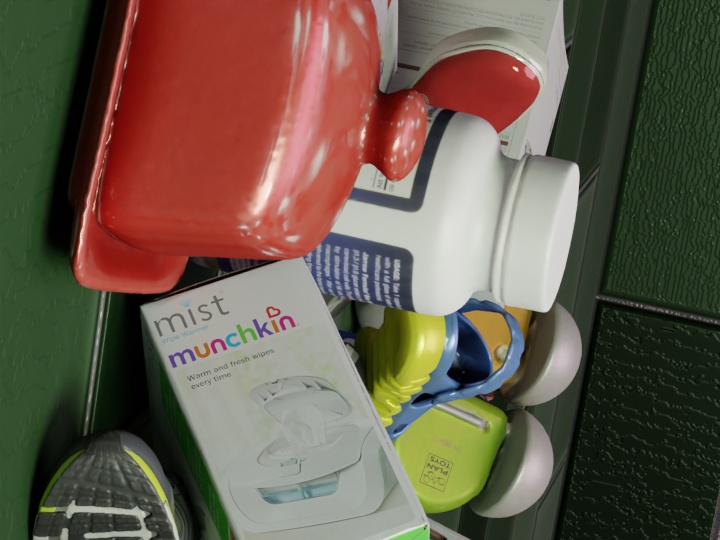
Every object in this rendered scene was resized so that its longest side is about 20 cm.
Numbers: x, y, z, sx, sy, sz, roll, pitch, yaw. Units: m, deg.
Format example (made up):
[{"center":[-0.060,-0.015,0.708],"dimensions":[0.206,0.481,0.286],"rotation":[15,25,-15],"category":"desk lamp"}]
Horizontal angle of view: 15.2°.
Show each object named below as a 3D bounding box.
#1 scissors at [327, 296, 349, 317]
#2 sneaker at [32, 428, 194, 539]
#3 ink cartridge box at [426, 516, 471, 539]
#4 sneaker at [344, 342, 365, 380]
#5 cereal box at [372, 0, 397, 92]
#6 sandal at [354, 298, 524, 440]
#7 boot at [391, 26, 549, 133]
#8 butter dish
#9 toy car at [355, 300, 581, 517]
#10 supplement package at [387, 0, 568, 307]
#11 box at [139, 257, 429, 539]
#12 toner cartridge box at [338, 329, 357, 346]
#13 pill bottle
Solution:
[{"center":[0.000,0.000,1.641],"dimensions":[0.200,0.014,0.073],"rotation":[-43,165,-5],"category":"scissors"},{"center":[-0.119,0.126,1.352],"dimensions":[0.200,0.074,0.081],"rotation":[89,2,-58],"category":"sneaker"},{"center":[-0.018,0.213,1.649],"dimensions":[0.200,0.109,0.050],"rotation":[-33,139,-44],"category":"ink cartridge box"},{"center":[-0.023,0.132,1.655],"dimensions":[0.075,0.116,0.200],"rotation":[-39,-174,35],"category":"sneaker"},{"center":[-0.018,-0.104,1.648],"dimensions":[0.144,0.039,0.200],"rotation":[91,16,-52],"category":"cereal box"},{"center":[0.045,0.063,1.719],"dimensions":[0.200,0.087,0.080],"rotation":[136,-46,-71],"category":"sandal"},{"center":[0.038,-0.063,1.708],"dimensions":[0.200,0.072,0.144],"rotation":[-33,-153,52],"category":"boot"},{"center":[-0.041,-0.077,1.284],"dimensions":[0.200,0.147,0.200],"rotation":[10,91,-79],"category":"butter dish"},{"center":[0.052,0.085,1.988],"dimensions":[0.150,0.175,0.200],"rotation":[-20,-129,59],"category":"toy car"},{"center":[0.066,-0.092,1.888],"dimensions":[0.117,0.117,0.200],"rotation":[75,29,-68],"category":"supplement package"},{"center":[-0.038,0.123,1.408],"dimensions":[0.200,0.097,0.177],"rotation":[91,-23,-56],"category":"box"},{"center":[-0.042,0.131,1.775],"dimensions":[0.200,0.043,0.095],"rotation":[-63,160,-54],"category":"toner cartridge box"},{"center":[0.012,-0.037,1.454],"dimensions":[0.111,0.200,0.111],"rotation":[12,90,-79],"category":"pill bottle"}]
